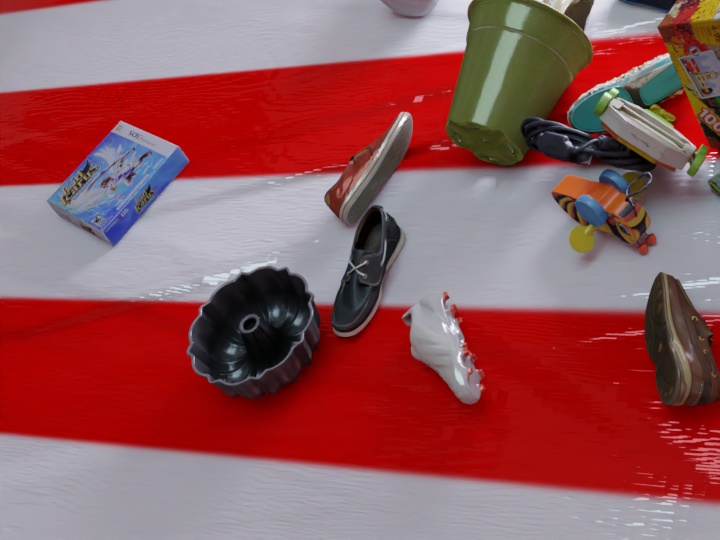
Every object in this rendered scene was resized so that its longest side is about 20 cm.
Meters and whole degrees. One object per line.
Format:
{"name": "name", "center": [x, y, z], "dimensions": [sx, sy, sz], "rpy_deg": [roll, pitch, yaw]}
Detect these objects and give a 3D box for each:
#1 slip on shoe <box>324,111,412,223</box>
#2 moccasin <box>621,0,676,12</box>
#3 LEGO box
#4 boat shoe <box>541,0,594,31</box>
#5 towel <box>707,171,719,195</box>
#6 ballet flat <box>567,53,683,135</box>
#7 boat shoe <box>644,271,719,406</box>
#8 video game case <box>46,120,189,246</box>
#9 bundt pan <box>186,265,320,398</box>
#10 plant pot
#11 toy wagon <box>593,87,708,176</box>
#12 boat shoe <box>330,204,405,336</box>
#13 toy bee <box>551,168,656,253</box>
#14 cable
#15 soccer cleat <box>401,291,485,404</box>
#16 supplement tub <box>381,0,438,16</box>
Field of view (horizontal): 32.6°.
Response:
{"name": "slip on shoe", "center": [0.014, -0.164, 1.870], "dimensions": [0.061, 0.074, 0.201], "rpy_deg": [30, 75, 23]}
{"name": "moccasin", "center": [0.461, -0.431, 1.851], "dimensions": [0.198, 0.068, 0.081], "rpy_deg": [11, 59, 35]}
{"name": "LEGO box", "center": [0.491, -0.258, 1.573], "dimensions": [0.148, 0.201, 0.077], "rpy_deg": [4, 46, 49]}
{"name": "boat shoe", "center": [0.310, -0.395, 1.909], "dimensions": [0.066, 0.075, 0.201], "rpy_deg": [0, 44, 33]}
{"name": "towel", "center": [0.549, -0.101, 1.556], "dimensions": [0.143, 0.023, 0.201], "rpy_deg": [-35, 45, 0]}
{"name": "ballet flat", "center": [0.385, -0.250, 1.755], "dimensions": [0.197, 0.077, 0.064], "rpy_deg": [-23, 14, 4]}
{"name": "boat shoe", "center": [0.384, 0.084, 1.469], "dimensions": [0.066, 0.073, 0.202], "rpy_deg": [9, 41, -6]}
{"name": "video game case", "center": [-0.420, -0.154, 2.127], "dimensions": [0.180, 0.046, 0.201], "rpy_deg": [24, 68, 42]}
{"name": "bundt pan", "center": [-0.140, 0.096, 1.737], "dimensions": [0.199, 0.076, 0.204], "rpy_deg": [-16, 47, 18]}
{"name": "plant pot", "center": [0.213, -0.263, 1.787], "dimensions": [0.198, 0.200, 0.192], "rpy_deg": [14, 73, 36]}
{"name": "toy wagon", "center": [0.389, -0.186, 1.645], "dimensions": [0.154, 0.200, 0.040], "rpy_deg": [35, 111, 9]}
{"name": "boat shoe", "center": [0.000, 0.000, 1.748], "dimensions": [0.071, 0.068, 0.202], "rpy_deg": [6, 58, 30]}
{"name": "toy bee", "center": [0.330, -0.067, 1.610], "dimensions": [0.130, 0.109, 0.200], "rpy_deg": [-37, 19, 7]}
{"name": "cable", "center": [0.307, -0.172, 1.665], "dimensions": [0.200, 0.161, 0.052], "rpy_deg": [-154, 70, -64]}
{"name": "soccer cleat", "center": [0.107, 0.109, 1.600], "dimensions": [0.077, 0.070, 0.201], "rpy_deg": [-30, 37, 10]}
{"name": "supplement tub", "center": [0.109, -0.547, 2.102], "dimensions": [0.130, 0.133, 0.202], "rpy_deg": [9, 57, 34]}
